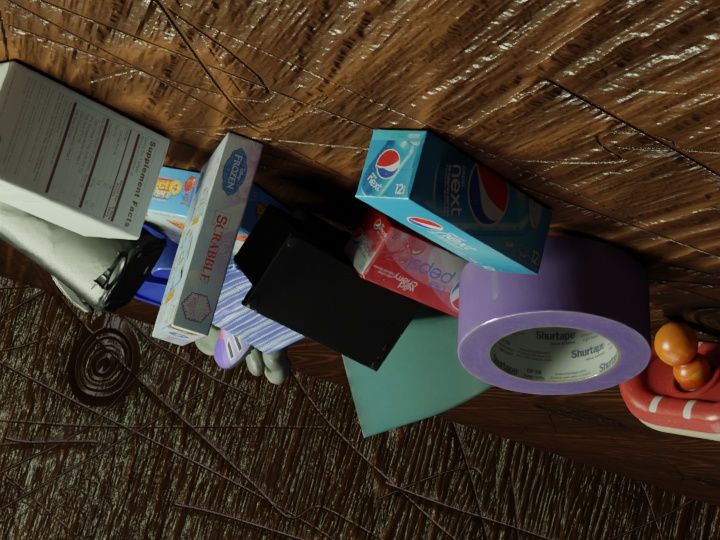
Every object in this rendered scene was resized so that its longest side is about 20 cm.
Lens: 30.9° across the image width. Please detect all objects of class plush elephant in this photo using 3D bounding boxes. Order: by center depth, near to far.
[{"bbox_3d":[-0.175,0.070,2.054,0.154,0.166,0.200,27,180,20],"label":"plush elephant"}]

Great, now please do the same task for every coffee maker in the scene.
[{"bbox_3d":[-0.357,-0.055,1.611,0.199,0.135,0.192,35,163,4],"label":"coffee maker"}]

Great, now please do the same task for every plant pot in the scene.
[{"bbox_3d":[0.081,0.096,1.640,0.197,0.143,0.142,-13,-160,4],"label":"plant pot"}]

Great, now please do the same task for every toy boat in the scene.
[{"bbox_3d":[0.393,0.116,1.556,0.199,0.131,0.131,1,132,54],"label":"toy boat"}]

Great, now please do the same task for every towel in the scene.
[{"bbox_3d":[-0.141,0.052,1.729,0.144,0.024,0.199,-26,139,33],"label":"towel"}]

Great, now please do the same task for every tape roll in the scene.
[{"bbox_3d":[0.199,0.050,1.341,0.197,0.086,0.201,3,152,1],"label":"tape roll"}]

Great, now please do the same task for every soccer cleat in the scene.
[{"bbox_3d":[-0.166,0.051,1.812,0.073,0.201,0.068,11,-149,-40],"label":"soccer cleat"}]

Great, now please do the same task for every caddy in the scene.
[{"bbox_3d":[-0.249,-0.016,1.859,0.140,0.106,0.199,-23,149,37],"label":"caddy"}]

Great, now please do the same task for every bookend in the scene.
[{"bbox_3d":[-0.066,-0.005,1.459,0.199,0.093,0.199,29,-169,-37],"label":"bookend"}]

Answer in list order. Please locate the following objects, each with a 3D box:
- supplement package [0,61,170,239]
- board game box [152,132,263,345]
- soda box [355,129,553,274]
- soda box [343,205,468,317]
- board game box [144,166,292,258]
[{"bbox_3d":[-0.320,-0.120,1.349,0.199,0.119,0.116,25,166,-40],"label":"supplement package"},{"bbox_3d":[-0.164,-0.026,1.368,0.041,0.202,0.200,17,171,-13],"label":"board game box"},{"bbox_3d":[0.088,-0.059,1.173,0.067,0.065,0.199,6,166,44],"label":"soda box"},{"bbox_3d":[0.084,-0.003,1.415,0.198,0.070,0.064,22,-158,-32],"label":"soda box"},{"bbox_3d":[-0.176,-0.064,1.598,0.198,0.057,0.196,12,169,26],"label":"board game box"}]
